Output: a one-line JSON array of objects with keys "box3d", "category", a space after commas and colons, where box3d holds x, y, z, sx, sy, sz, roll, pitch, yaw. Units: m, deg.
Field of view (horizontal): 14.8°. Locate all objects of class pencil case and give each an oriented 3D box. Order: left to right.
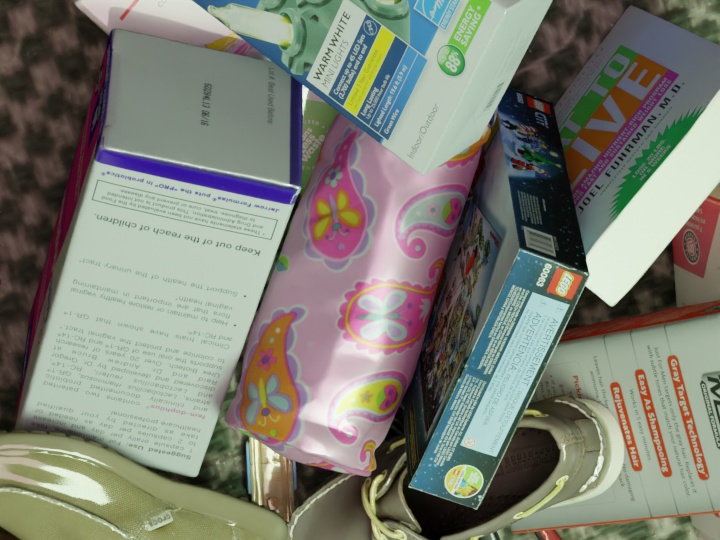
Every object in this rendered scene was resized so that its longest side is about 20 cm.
[{"box3d": [0.000, 0.000, 1.380, 0.087, 0.087, 0.200, 19, 87, -12], "category": "pencil case"}]

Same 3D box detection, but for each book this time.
[{"box3d": [0.138, -0.059, 1.408, 0.048, 0.200, 0.134, 39, 93, -14], "category": "book"}]

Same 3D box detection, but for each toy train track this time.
[{"box3d": [-0.047, 0.121, 1.501, 0.114, 0.033, 0.201, -4, 101, -8], "category": "toy train track"}]

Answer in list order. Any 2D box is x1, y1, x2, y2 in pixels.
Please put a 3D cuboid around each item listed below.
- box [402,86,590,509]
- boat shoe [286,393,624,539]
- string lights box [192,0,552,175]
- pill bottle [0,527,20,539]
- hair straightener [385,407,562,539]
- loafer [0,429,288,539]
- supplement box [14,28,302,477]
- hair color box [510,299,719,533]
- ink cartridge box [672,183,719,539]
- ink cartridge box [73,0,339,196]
[{"box3d": [0.062, 0.008, 1.375, 0.038, 0.200, 0.137, 18, 115, -10], "category": "box"}, {"box3d": [0.037, 0.114, 1.426, 0.200, 0.059, 0.072, -20, 78, 29], "category": "boat shoe"}, {"box3d": [-0.014, -0.148, 1.307, 0.200, 0.059, 0.103, 37, 127, 15], "category": "string lights box"}, {"box3d": [-0.191, 0.205, 1.410, 0.114, 0.200, 0.115, -2, 101, -9], "category": "pill bottle"}, {"box3d": [0.046, 0.116, 1.509, 0.077, 0.041, 0.200, -32, 108, -1], "category": "hair straightener"}, {"box3d": [-0.129, 0.133, 1.411, 0.200, 0.076, 0.068, 17, 68, -22], "category": "loafer"}, {"box3d": [-0.102, -0.006, 1.391, 0.103, 0.101, 0.200, 11, 128, -10], "category": "supplement box"}, {"box3d": [0.149, 0.075, 1.430, 0.061, 0.200, 0.102, -16, 92, -37], "category": "hair color box"}, {"box3d": [0.233, 0.055, 1.472, 0.083, 0.146, 0.201, -9, 103, -16], "category": "ink cartridge box"}, {"box3d": [-0.069, -0.145, 1.426, 0.200, 0.067, 0.117, 39, 93, -14], "category": "ink cartridge box"}]
